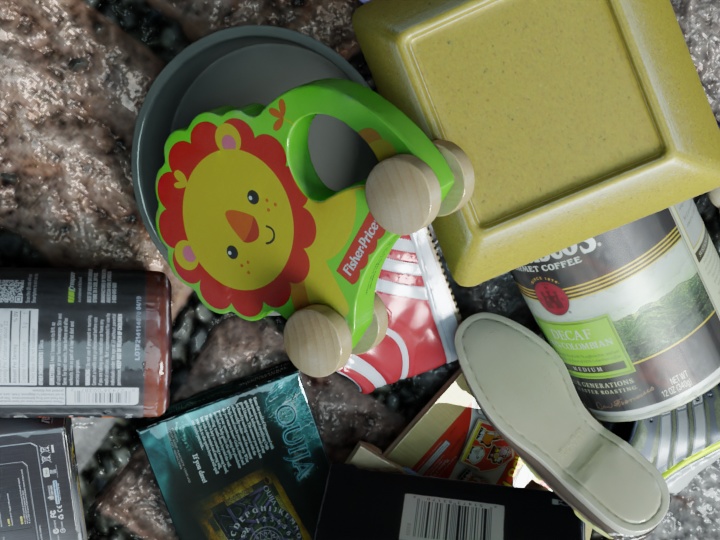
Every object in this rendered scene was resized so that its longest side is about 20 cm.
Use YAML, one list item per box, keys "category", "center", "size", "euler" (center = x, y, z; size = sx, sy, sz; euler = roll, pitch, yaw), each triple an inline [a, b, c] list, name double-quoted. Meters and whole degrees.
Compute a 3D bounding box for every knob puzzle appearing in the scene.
- category: "knob puzzle"
  center: [0.107, 0.180, 1.132]
  size: [0.216, 0.030, 0.223]
  euler: [-4, 105, -13]

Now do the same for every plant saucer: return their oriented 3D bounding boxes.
- category: "plant saucer"
  center: [0.112, -0.112, 0.896]
  size: [0.198, 0.048, 0.202]
  euler: [-22, 93, 14]

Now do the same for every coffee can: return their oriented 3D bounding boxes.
- category: "coffee can"
  center: [0.181, -0.014, 1.024]
  size: [0.145, 0.147, 0.202]
  euler: [-30, 110, 1]

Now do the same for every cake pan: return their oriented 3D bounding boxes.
- category: "cake pan"
  center: [-0.064, -0.071, 0.985]
  size: [0.197, 0.037, 0.204]
  euler: [4, 104, 15]

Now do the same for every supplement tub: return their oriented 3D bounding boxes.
- category: "supplement tub"
  center: [-0.234, 0.051, 0.996]
  size: [0.197, 0.107, 0.109]
  euler: [1, 107, -9]

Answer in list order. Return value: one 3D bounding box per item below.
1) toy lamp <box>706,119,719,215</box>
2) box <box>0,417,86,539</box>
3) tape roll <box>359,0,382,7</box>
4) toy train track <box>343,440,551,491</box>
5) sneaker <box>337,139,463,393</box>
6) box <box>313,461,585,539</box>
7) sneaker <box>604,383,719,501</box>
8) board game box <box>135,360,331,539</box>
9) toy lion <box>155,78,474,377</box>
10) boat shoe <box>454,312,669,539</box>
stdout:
- category: "toy lamp"
  center: [0.280, -0.037, 1.044]
  size: [0.058, 0.058, 0.202]
  euler: [-27, 80, 0]
- category: "box"
  center: [-0.286, 0.209, 1.059]
  size: [0.156, 0.048, 0.203]
  euler: [-7, 108, -6]
- category: "tape roll"
  center: [0.052, -0.271, 0.954]
  size: [0.197, 0.085, 0.203]
  euler: [-3, 107, -9]
- category: "toy train track"
  center: [0.075, 0.187, 1.097]
  size: [0.198, 0.033, 0.115]
  euler: [31, 103, -14]
- category: "sneaker"
  center: [0.000, 0.000, 1.038]
  size: [0.111, 0.071, 0.202]
  euler: [-25, 112, -5]
- category: "box"
  center: [0.060, 0.268, 1.044]
  size: [0.193, 0.118, 0.203]
  euler: [6, 118, 5]
- category: "sneaker"
  center: [0.248, 0.115, 1.106]
  size: [0.200, 0.074, 0.081]
  euler: [-43, 111, -7]
- category: "board game box"
  center: [-0.081, 0.184, 1.103]
  size: [0.133, 0.028, 0.203]
  euler: [-19, 110, -5]
- category: "toy lion"
  center: [-0.047, -0.043, 0.921]
  size: [0.191, 0.068, 0.201]
  euler: [41, 123, 15]
- category: "boat shoe"
  center: [0.140, 0.116, 1.017]
  size: [0.072, 0.060, 0.200]
  euler: [-39, 70, -16]
